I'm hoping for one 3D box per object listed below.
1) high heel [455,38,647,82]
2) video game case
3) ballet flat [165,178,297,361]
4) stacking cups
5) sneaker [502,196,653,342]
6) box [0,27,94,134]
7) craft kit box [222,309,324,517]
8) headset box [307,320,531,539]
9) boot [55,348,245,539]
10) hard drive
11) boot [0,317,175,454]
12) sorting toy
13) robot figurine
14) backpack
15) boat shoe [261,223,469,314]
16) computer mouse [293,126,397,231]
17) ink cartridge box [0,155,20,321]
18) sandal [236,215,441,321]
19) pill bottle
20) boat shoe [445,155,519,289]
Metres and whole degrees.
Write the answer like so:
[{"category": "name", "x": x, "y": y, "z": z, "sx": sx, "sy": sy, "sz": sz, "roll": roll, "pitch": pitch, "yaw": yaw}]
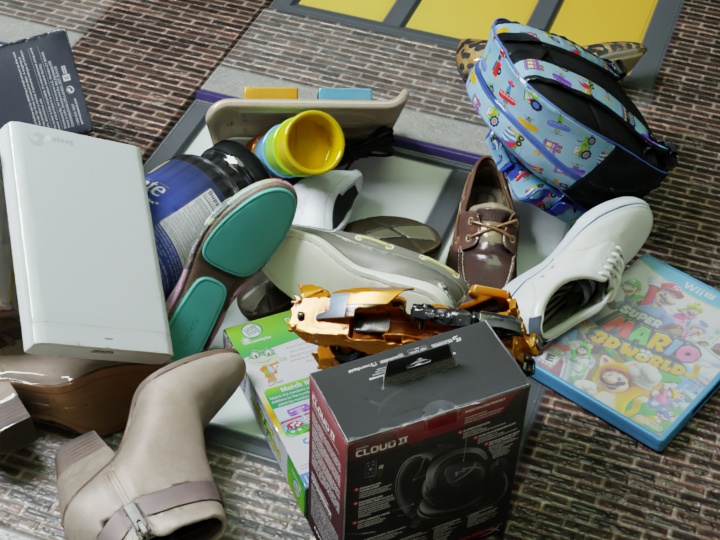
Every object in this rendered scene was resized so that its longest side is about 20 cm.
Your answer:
[{"category": "high heel", "x": 0.213, "y": -0.250, "z": 1.557, "sx": 0.199, "sy": 0.072, "sz": 0.143, "roll": -25, "pitch": 54, "yaw": -14}, {"category": "video game case", "x": 0.267, "y": 0.069, "z": 1.250, "sx": 0.143, "sy": 0.018, "sz": 0.200, "roll": 30, "pitch": 49, "yaw": 29}, {"category": "ballet flat", "x": -0.128, "y": -0.005, "z": 1.211, "sx": 0.069, "sy": 0.200, "sz": 0.071, "roll": 27, "pitch": 12, "yaw": -25}, {"category": "stacking cups", "x": -0.073, "y": -0.114, "z": 1.339, "sx": 0.060, "sy": 0.061, "sz": 0.200, "roll": -16, "pitch": 3, "yaw": -18}, {"category": "sneaker", "x": 0.213, "y": 0.005, "z": 1.265, "sx": 0.200, "sy": 0.073, "sz": 0.071, "roll": -40, "pitch": 36, "yaw": -20}, {"category": "box", "x": -0.381, "y": -0.157, "z": 1.348, "sx": 0.182, "sy": 0.105, "sz": 0.200, "roll": -18, "pitch": 9, "yaw": -21}, {"category": "craft kit box", "x": 0.005, "y": 0.101, "z": 1.189, "sx": 0.199, "sy": 0.049, "sz": 0.198, "roll": -15, "pitch": 47, "yaw": -18}, {"category": "headset box", "x": 0.040, "y": 0.135, "z": 1.035, "sx": 0.148, "sy": 0.201, "sz": 0.077, "roll": -16, "pitch": 45, "yaw": -18}, {"category": "boot", "x": -0.147, "y": 0.157, "z": 1.085, "sx": 0.200, "sy": 0.070, "sz": 0.146, "roll": -33, "pitch": 45, "yaw": -15}, {"category": "hard drive", "x": -0.230, "y": -0.022, "z": 1.146, "sx": 0.132, "sy": 0.026, "sz": 0.201, "roll": 9, "pitch": 60, "yaw": -42}, {"category": "boot", "x": -0.273, "y": 0.086, "z": 1.183, "sx": 0.199, "sy": 0.070, "sz": 0.146, "roll": -16, "pitch": 36, "yaw": -30}, {"category": "sorting toy", "x": -0.056, "y": -0.161, "z": 1.396, "sx": 0.199, "sy": 0.185, "sz": 0.037, "roll": -4, "pitch": 87, "yaw": -4}, {"category": "robot figurine", "x": 0.049, "y": 0.051, "z": 1.113, "sx": 0.199, "sy": 0.145, "sz": 0.058, "roll": 0, "pitch": 67, "yaw": 14}, {"category": "backpack", "x": 0.186, "y": -0.148, "z": 1.339, "sx": 0.200, "sy": 0.135, "sz": 0.183, "roll": 22, "pitch": 33, "yaw": -35}, {"category": "boat shoe", "x": 0.000, "y": 0.003, "z": 1.217, "sx": 0.201, "sy": 0.072, "sz": 0.060, "roll": 21, "pitch": 35, "yaw": 21}, {"category": "computer mouse", "x": -0.034, "y": -0.085, "z": 1.348, "sx": 0.109, "sy": 0.044, "sz": 0.200, "roll": -10, "pitch": 27, "yaw": 19}, {"category": "ink cartridge box", "x": -0.367, "y": -0.024, "z": 1.203, "sx": 0.128, "sy": 0.200, "sz": 0.126, "roll": -1, "pitch": 80, "yaw": -5}, {"category": "sandal", "x": -0.018, "y": 0.007, "z": 1.289, "sx": 0.199, "sy": 0.055, "sz": 0.082, "roll": -26, "pitch": 41, "yaw": -8}, {"category": "pill bottle", "x": -0.178, "y": -0.040, "z": 1.287, "sx": 0.112, "sy": 0.112, "sz": 0.200, "roll": 29, "pitch": 48, "yaw": 27}, {"category": "boat shoe", "x": 0.121, "y": -0.036, "z": 1.321, "sx": 0.072, "sy": 0.072, "sz": 0.200, "roll": 6, "pitch": 42, "yaw": 5}]
